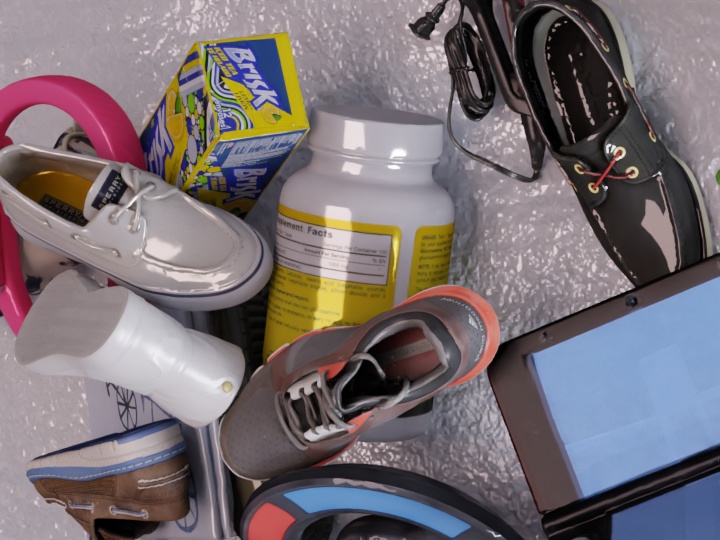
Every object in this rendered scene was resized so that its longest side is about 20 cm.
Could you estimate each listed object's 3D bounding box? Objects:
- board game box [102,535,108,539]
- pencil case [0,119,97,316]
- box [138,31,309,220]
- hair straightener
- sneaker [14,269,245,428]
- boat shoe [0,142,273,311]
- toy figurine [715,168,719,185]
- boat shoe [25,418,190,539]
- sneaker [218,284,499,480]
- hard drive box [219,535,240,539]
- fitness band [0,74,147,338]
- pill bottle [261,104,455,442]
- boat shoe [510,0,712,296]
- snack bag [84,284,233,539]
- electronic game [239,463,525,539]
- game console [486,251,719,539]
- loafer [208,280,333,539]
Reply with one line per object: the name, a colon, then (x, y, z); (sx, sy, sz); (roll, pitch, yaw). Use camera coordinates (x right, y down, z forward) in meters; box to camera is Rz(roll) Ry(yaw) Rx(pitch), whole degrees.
board game box: (-0.147, 0.268, 1.812); (0.200, 0.019, 0.103); (-116, 9, -59)
pencil case: (-0.238, -0.028, 1.921); (0.200, 0.078, 0.090); (-32, 58, 35)
box: (-0.095, -0.081, 1.752); (0.200, 0.064, 0.070); (132, 128, -63)
hair straightener: (0.072, -0.149, 1.690); (0.077, 0.041, 0.200); (-15, 90, 27)
sneaker: (-0.144, 0.057, 1.731); (0.074, 0.116, 0.200); (-62, 23, -7)
boat shoe: (-0.148, -0.035, 1.711); (0.200, 0.070, 0.071); (22, 67, 27)
toy figurine: (0.305, -0.029, 1.472); (0.184, 0.150, 0.200); (55, 146, 10)
boat shoe: (-0.170, 0.149, 1.821); (0.200, 0.072, 0.072); (-19, 88, 66)
sneaker: (-0.015, 0.069, 1.619); (0.200, 0.082, 0.077); (-33, 88, 25)
hard drive box: (-0.092, 0.263, 1.755); (0.077, 0.200, 0.156); (-16, 80, -6)
fitness band: (-0.203, -0.032, 1.820); (0.144, 0.037, 0.200); (8, 106, 37)
pill bottle: (0.000, 0.000, 1.712); (0.112, 0.112, 0.200); (14, 101, 37)
boat shoe: (0.147, -0.070, 1.623); (0.074, 0.063, 0.202); (-28, 78, 32)
snack bag: (-0.144, 0.097, 1.856); (0.200, 0.021, 0.189); (-11, 87, 62)
electronic game: (0.021, 0.183, 1.681); (0.200, 0.200, 0.042); (-13, 44, 38)
game console: (0.176, 0.095, 1.540); (0.200, 0.172, 0.119); (-24, 110, 17)
loafer: (-0.075, 0.095, 1.802); (0.070, 0.075, 0.200); (-12, 86, 34)
